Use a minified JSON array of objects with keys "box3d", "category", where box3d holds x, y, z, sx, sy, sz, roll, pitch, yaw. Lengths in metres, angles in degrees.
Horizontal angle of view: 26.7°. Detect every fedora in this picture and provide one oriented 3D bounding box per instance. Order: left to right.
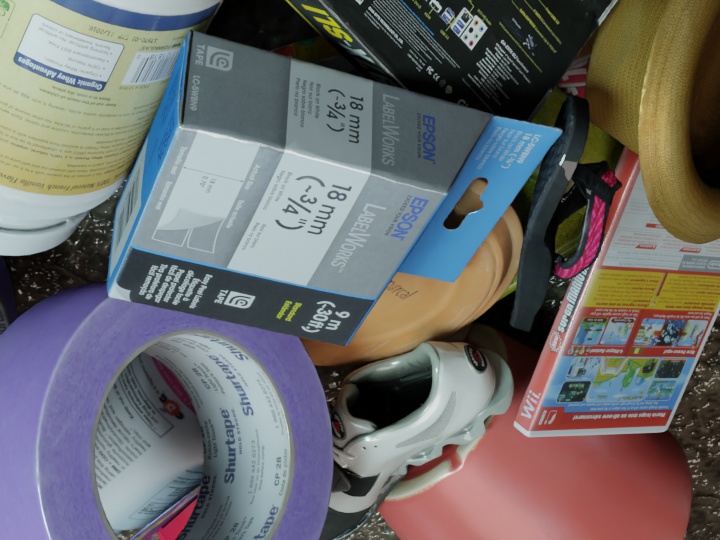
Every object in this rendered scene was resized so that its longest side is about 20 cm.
[{"box3d":[0.183,-0.114,0.839,0.081,0.201,0.201,16,151,37],"category":"fedora"}]

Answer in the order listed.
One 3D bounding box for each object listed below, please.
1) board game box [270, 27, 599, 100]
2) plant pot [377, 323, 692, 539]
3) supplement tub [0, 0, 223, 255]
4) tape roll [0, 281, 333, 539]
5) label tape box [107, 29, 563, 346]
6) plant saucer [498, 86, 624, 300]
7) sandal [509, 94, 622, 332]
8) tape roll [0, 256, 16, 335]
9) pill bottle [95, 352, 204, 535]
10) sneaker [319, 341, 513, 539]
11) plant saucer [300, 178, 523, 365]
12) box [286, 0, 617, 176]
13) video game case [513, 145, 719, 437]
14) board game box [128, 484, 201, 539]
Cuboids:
[{"box3d":[0.050,-0.113,0.896,0.198,0.030,0.096,-12,137,7],"category":"board game box"},{"box3d":[0.102,0.143,1.060,0.200,0.201,0.177,-35,122,25],"category":"plant pot"},{"box3d":[-0.161,-0.118,0.769,0.143,0.145,0.200,17,130,-24],"category":"supplement tub"},{"box3d":[-0.114,0.103,0.840,0.199,0.201,0.085,33,153,-35],"category":"tape roll"},{"box3d":[-0.014,-0.029,0.771,0.198,0.064,0.144,13,142,-17],"category":"label tape box"},{"box3d":[0.057,-0.036,0.933,0.199,0.048,0.199,-33,138,30],"category":"plant saucer"},{"box3d":[0.118,-0.028,0.852,0.045,0.076,0.200,16,152,9],"category":"sandal"},{"box3d":[-0.256,0.086,0.913,0.084,0.201,0.201,-4,136,-6],"category":"tape roll"},{"box3d":[-0.146,0.102,1.021,0.113,0.114,0.200,29,124,-33],"category":"pill bottle"},{"box3d":[-0.005,0.105,0.964,0.200,0.074,0.088,-41,143,19],"category":"sneaker"},{"box3d":[0.000,0.000,0.899,0.198,0.033,0.201,-7,145,-5],"category":"plant saucer"},{"box3d":[0.045,-0.168,0.764,0.200,0.049,0.160,40,81,-39],"category":"box"},{"box3d":[0.184,0.014,0.967,0.142,0.017,0.201,3,114,-41],"category":"video game case"},{"box3d":[-0.095,0.167,1.058,0.158,0.039,0.200,-38,174,7],"category":"board game box"}]
